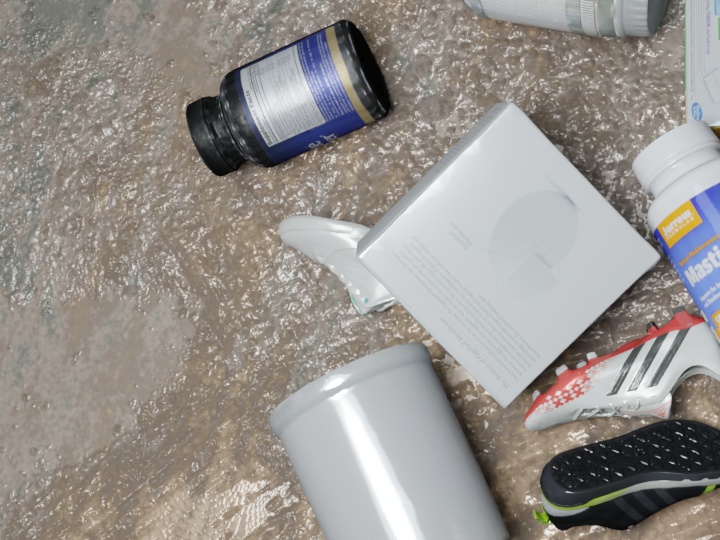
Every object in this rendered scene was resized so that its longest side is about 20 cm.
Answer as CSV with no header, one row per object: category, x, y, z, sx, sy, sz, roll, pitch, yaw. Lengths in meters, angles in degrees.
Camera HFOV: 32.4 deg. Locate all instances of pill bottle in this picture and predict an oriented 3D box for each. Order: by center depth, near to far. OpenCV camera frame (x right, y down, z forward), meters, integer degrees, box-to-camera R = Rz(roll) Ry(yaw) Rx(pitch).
pill bottle,0.336,-0.034,1.146,0.112,0.112,0.201,-31,71,10
pill bottle,-0.078,-0.177,1.312,0.199,0.112,0.112,-22,73,13

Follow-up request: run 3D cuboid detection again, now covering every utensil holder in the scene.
utensil holder,0.029,0.196,1.174,0.169,0.170,0.201,-29,75,11

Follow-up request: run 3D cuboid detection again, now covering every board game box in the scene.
board game box,0.415,-0.207,1.193,0.199,0.040,0.154,0,79,18

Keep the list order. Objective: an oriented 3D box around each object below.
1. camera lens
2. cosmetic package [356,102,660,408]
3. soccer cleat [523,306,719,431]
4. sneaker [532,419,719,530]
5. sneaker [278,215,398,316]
camera lens,0.203,-0.319,1.222,0.199,0.160,0.161,14,83,20
cosmetic package,0.133,-0.018,1.170,0.200,0.123,0.199,-44,95,4
soccer cleat,0.250,0.113,1.170,0.199,0.069,0.085,-29,68,6
sneaker,0.257,0.197,1.156,0.199,0.083,0.072,-8,41,-3
sneaker,0.000,0.000,1.273,0.199,0.075,0.089,15,89,18
